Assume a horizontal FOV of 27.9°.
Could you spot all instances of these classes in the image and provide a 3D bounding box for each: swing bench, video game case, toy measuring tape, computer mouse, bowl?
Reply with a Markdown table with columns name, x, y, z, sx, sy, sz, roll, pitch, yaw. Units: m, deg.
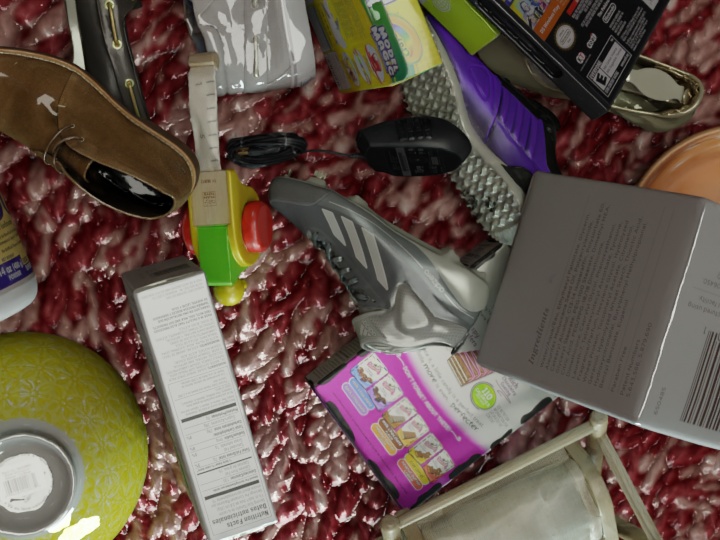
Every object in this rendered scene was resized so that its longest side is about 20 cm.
| name | x | y | z | sx | sy | sz | roll | pitch | yaw |
| --- | --- | --- | --- | --- | --- | --- | --- | --- | --- |
| swing bench | 0.123 | 0.226 | 1.179 | 0.199 | 0.200 | 0.130 | -24 | 77 | -10 |
| video game case | 0.166 | -0.248 | 1.164 | 0.181 | 0.025 | 0.200 | 42 | 56 | -14 |
| toy measuring tape | -0.108 | -0.072 | 1.151 | 0.073 | 0.074 | 0.200 | -5 | 98 | -11 |
| computer mouse | -0.010 | -0.103 | 1.161 | 0.200 | 0.059 | 0.034 | 1 | 68 | 7 |
| bowl | -0.262 | 0.154 | 1.124 | 0.200 | 0.108 | 0.201 | -1 | 96 | -11 |

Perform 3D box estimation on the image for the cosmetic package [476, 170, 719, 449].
| name | x | y | z | sx | sy | sz | roll | pitch | yaw |
| --- | --- | --- | --- | --- | --- | --- | --- | --- | --- |
| cosmetic package | 0.225 | 0.032 | 1.097 | 0.165 | 0.200 | 0.165 | 17 | 91 | -32 |

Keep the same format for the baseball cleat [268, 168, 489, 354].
| name | x | y | z | sx | sy | sz | roll | pitch | yaw |
| --- | --- | --- | --- | --- | --- | --- | --- | --- | --- |
| baseball cleat | 0.000 | 0.000 | 1.146 | 0.200 | 0.070 | 0.107 | 27 | 78 | 11 |

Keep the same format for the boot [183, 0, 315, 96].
| name | x | y | z | sx | sy | sz | roll | pitch | yaw |
| --- | --- | --- | --- | --- | --- | --- | --- | --- | --- |
| boot | -0.099 | -0.237 | 1.136 | 0.095 | 0.074 | 0.200 | -12 | 95 | -10 |

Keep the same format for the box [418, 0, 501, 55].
| name | x | y | z | sx | sy | sz | roll | pitch | yaw |
| --- | --- | --- | --- | --- | --- | --- | --- | --- | --- |
| box | 0.056 | -0.284 | 1.154 | 0.200 | 0.048 | 0.122 | 43 | 59 | -12 |

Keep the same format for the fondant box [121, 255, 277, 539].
| name | x | y | z | sx | sy | sz | roll | pitch | yaw |
| --- | --- | --- | --- | --- | --- | --- | --- | --- | --- |
| fondant box | -0.128 | 0.095 | 1.127 | 0.058 | 0.144 | 0.200 | -16 | 99 | -11 |

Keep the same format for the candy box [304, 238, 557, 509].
| name | x | y | z | sx | sy | sz | roll | pitch | yaw |
| --- | --- | --- | --- | --- | --- | --- | --- | --- | --- |
| candy box | 0.073 | 0.086 | 1.210 | 0.200 | 0.061 | 0.136 | -36 | 101 | -6 |

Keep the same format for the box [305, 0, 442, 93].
| name | x | y | z | sx | sy | sz | roll | pitch | yaw |
| --- | --- | --- | --- | --- | --- | --- | --- | --- | --- |
| box | 0.002 | -0.198 | 1.095 | 0.048 | 0.200 | 0.118 | -24 | 100 | -8 |

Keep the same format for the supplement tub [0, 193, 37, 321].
| name | x | y | z | sx | sy | sz | roll | pitch | yaw |
| --- | --- | --- | --- | --- | --- | --- | --- | --- | --- |
| supplement tub | -0.339 | -0.045 | 1.068 | 0.145 | 0.145 | 0.200 | -22 | 100 | -9 |

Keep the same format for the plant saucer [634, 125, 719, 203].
| name | x | y | z | sx | sy | sz | roll | pitch | yaw |
| --- | --- | --- | --- | --- | --- | --- | --- | --- | --- |
| plant saucer | 0.318 | -0.029 | 1.244 | 0.200 | 0.037 | 0.201 | -1 | 105 | -3 |

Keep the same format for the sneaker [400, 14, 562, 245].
| name | x | y | z | sx | sy | sz | roll | pitch | yaw |
| --- | --- | --- | --- | --- | --- | --- | --- | --- | --- |
| sneaker | 0.110 | -0.126 | 1.198 | 0.099 | 0.070 | 0.200 | -27 | 89 | -31 |

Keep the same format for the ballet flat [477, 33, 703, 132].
| name | x | y | z | sx | sy | sz | roll | pitch | yaw |
| --- | --- | --- | --- | --- | --- | --- | --- | --- | --- |
| ballet flat | 0.196 | -0.169 | 1.207 | 0.200 | 0.069 | 0.070 | 16 | 92 | -12 |

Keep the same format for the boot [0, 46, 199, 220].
| name | x | y | z | sx | sy | sz | roll | pitch | yaw |
| --- | --- | --- | --- | --- | --- | --- | --- | --- | --- |
| boot | -0.216 | -0.102 | 1.073 | 0.200 | 0.075 | 0.074 | 28 | 114 | -6 |

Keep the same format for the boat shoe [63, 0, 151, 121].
| name | x | y | z | sx | sy | sz | roll | pitch | yaw |
| --- | --- | --- | --- | --- | --- | --- | --- | --- | --- |
| boat shoe | -0.199 | -0.199 | 1.121 | 0.060 | 0.072 | 0.202 | -6 | 105 | -8 |
